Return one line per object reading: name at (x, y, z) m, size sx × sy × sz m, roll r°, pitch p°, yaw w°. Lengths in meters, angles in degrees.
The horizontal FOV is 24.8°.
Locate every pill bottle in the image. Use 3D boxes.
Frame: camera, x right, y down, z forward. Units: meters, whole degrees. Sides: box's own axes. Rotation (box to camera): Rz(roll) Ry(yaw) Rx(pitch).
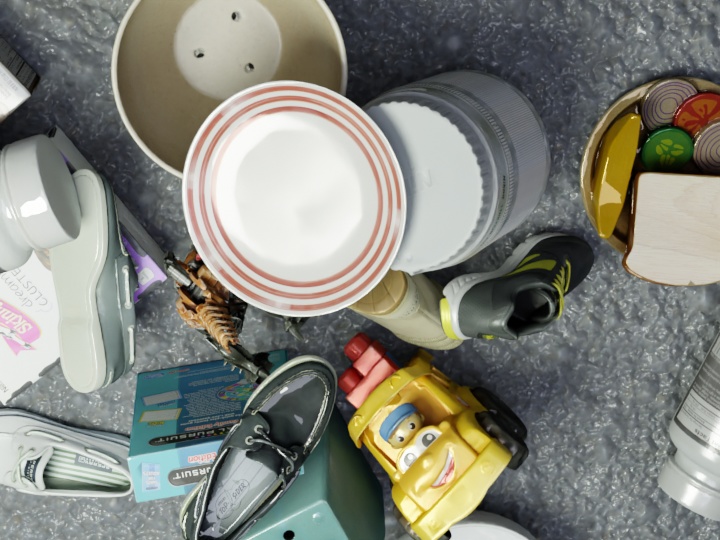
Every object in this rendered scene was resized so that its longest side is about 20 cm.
pill bottle at (-0.350, -0.043, 1.404) m, size 0.199 × 0.113 × 0.114 m, roll -17°, pitch 108°, yaw 7°
pill bottle at (0.372, 0.141, 1.608) m, size 0.110 × 0.111 × 0.201 m, roll 22°, pitch 104°, yaw -12°

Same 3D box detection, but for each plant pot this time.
plant pot at (-0.059, 0.230, 1.548) m, size 0.141 × 0.200 × 0.142 m, roll -27°, pitch 109°, yaw 4°

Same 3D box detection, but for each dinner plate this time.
dinner plate at (-0.055, -0.061, 1.376) m, size 0.199 × 0.024 × 0.201 m, roll 4°, pitch 105°, yaw 15°

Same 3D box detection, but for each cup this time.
cup at (-0.116, -0.187, 1.441) m, size 0.199 × 0.143 × 0.202 m, roll -2°, pitch 108°, yaw -5°

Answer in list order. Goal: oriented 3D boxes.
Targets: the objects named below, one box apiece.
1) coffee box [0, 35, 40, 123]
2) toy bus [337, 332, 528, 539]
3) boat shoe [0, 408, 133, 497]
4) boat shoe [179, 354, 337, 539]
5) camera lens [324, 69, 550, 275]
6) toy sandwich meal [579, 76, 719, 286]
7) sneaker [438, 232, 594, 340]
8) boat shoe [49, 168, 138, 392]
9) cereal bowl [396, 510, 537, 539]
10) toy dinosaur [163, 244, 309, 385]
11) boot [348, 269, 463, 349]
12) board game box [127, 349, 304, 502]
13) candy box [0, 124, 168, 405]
coffee box at (-0.395, -0.199, 1.443) m, size 0.114 × 0.080 × 0.200 m, roll -40°, pitch 107°, yaw 8°
toy bus at (0.050, 0.143, 1.537) m, size 0.192 × 0.200 × 0.136 m, roll 45°, pitch 97°, yaw -2°
boat shoe at (-0.309, 0.179, 1.577) m, size 0.199 × 0.067 × 0.074 m, roll 3°, pitch 107°, yaw -6°
boat shoe at (-0.086, 0.162, 1.383) m, size 0.074 × 0.066 × 0.200 m, roll 40°, pitch 100°, yaw -15°
camera lens at (0.071, -0.090, 1.447) m, size 0.159 × 0.200 × 0.161 m, roll 5°, pitch 104°, yaw 22°
toy sandwich meal at (0.301, -0.081, 1.552) m, size 0.204 × 0.070 × 0.206 m, roll -2°, pitch 108°, yaw -5°
sneaker at (0.163, 0.024, 1.525) m, size 0.199 × 0.084 × 0.075 m, roll -27°, pitch 119°, yaw -39°
boat shoe at (-0.234, 0.007, 1.471) m, size 0.062 × 0.073 × 0.201 m, roll -11°, pitch 105°, yaw -48°
cereal bowl at (0.103, 0.330, 1.656) m, size 0.199 × 0.083 × 0.201 m, roll -2°, pitch 107°, yaw -5°
toy dinosaur at (-0.125, 0.037, 1.479) m, size 0.135 × 0.200 × 0.102 m, roll 35°, pitch 121°, yaw -16°
boot at (0.000, 0.000, 1.538) m, size 0.073 × 0.200 × 0.155 m, roll -58°, pitch 145°, yaw 1°
board game box at (-0.134, 0.140, 1.512) m, size 0.150 × 0.200 × 0.047 m, roll -9°, pitch 109°, yaw -2°
candy box at (-0.306, -0.004, 1.518) m, size 0.200 × 0.072 × 0.168 m, roll -38°, pitch 107°, yaw 6°
